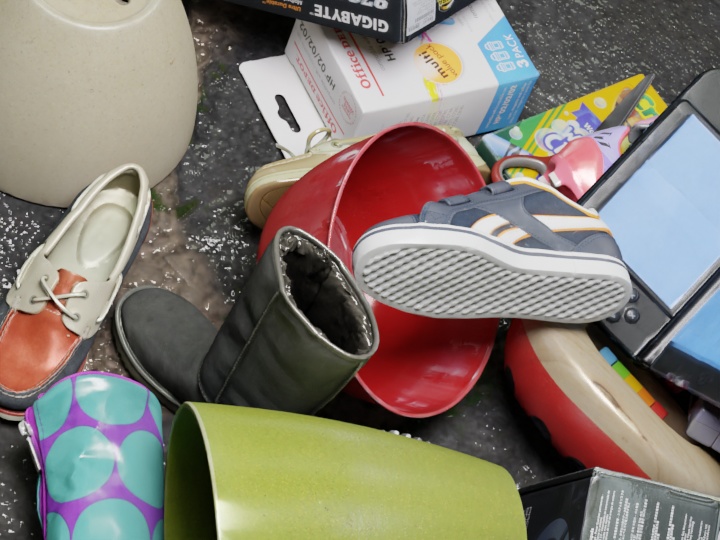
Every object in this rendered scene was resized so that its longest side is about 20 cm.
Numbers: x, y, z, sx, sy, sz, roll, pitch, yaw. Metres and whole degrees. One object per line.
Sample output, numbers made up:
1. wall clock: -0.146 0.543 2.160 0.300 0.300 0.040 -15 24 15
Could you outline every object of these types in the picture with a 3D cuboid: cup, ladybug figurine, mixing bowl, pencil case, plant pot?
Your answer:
1. cup: -0.202 -0.165 1.361 0.200 0.143 0.200 9 56 -13
2. ladybug figurine: 0.168 0.099 1.338 0.200 0.072 0.136 48 15 12
3. mixing bowl: 0.000 0.000 1.315 0.200 0.108 0.200 2 88 -52
4. pencil case: -0.167 0.169 1.189 0.092 0.085 0.200 4 57 -17
5. plant pot: -0.007 0.170 1.171 0.200 0.187 0.187 -1 58 -16

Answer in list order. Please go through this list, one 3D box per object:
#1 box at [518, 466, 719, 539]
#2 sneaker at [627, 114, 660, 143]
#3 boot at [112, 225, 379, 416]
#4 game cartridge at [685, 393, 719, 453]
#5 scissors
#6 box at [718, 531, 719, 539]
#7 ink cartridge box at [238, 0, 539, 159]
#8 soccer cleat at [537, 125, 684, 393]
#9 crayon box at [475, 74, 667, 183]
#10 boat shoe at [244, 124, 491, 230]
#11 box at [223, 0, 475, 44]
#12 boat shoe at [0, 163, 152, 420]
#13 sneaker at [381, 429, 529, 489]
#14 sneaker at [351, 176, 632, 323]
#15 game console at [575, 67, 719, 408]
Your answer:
1. box: 0.137 0.232 1.165 0.086 0.164 0.200 15 77 -10
2. sneaker: 0.249 -0.032 1.416 0.082 0.070 0.200 1 54 -16
3. boot: -0.079 0.036 1.233 0.073 0.200 0.182 -35 73 -30
4. game cartridge: 0.303 0.091 1.380 0.130 0.038 0.200 24 27 2
5. scissors: 0.180 -0.087 1.457 0.200 0.014 0.073 -31 69 -32
6. box: 0.278 0.278 1.241 0.200 0.044 0.160 45 50 -19
7. ink cartridge box: 0.021 -0.155 1.475 0.200 0.068 0.115 -15 62 -26
8. soccer cleat: 0.203 -0.008 1.389 0.076 0.067 0.200 -29 94 -7
9. crayon box: 0.197 -0.075 1.493 0.200 0.052 0.126 -23 68 -30
10. boat shoe: 0.000 -0.069 1.416 0.200 0.073 0.063 -5 53 -31
11. box: -0.012 -0.236 1.457 0.200 0.046 0.159 17 32 27
12. boat shoe: -0.197 0.012 1.296 0.071 0.063 0.200 29 55 -1
13. sneaker: 0.075 0.183 1.283 0.200 0.070 0.093 24 72 -5
14. sneaker: 0.080 -0.016 1.260 0.200 0.078 0.079 8 50 -27
15. game console: 0.252 -0.025 1.306 0.172 0.119 0.200 45 80 -3
